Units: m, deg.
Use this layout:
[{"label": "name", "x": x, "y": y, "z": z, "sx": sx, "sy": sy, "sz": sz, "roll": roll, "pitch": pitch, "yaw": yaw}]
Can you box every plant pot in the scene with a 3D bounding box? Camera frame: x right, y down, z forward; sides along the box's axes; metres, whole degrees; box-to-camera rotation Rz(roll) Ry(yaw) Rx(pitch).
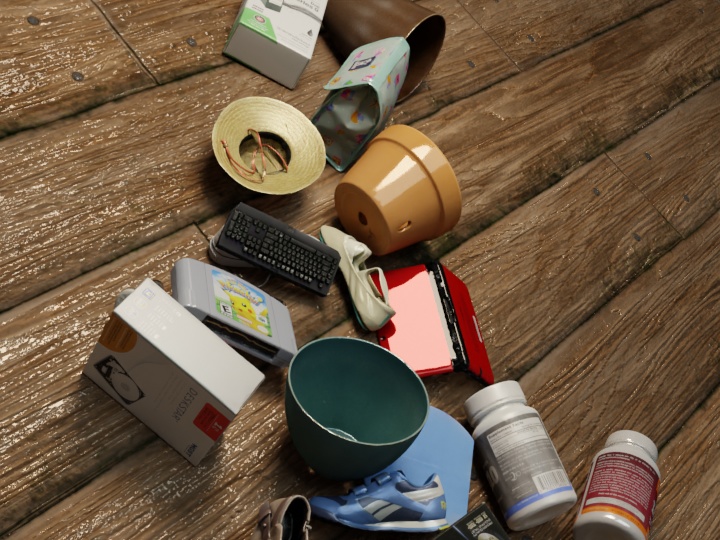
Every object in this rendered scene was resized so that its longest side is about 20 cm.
[{"label": "plant pot", "x": -0.020, "y": 0.209, "z": 1.440, "sx": 0.197, "sy": 0.136, "sz": 0.201, "roll": 14, "pitch": 36, "yaw": -10}, {"label": "plant pot", "x": 0.028, "y": -0.450, "z": 1.987, "sx": 0.199, "sy": 0.188, "sz": 0.186, "roll": 37, "pitch": 43, "yaw": 18}, {"label": "plant pot", "x": 0.050, "y": -0.119, "z": 1.728, "sx": 0.139, "sy": 0.200, "sz": 0.201, "roll": -35, "pitch": 78, "yaw": -28}]

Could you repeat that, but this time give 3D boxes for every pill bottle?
[{"label": "pill bottle", "x": 0.405, "y": 0.350, "z": 1.635, "sx": 0.112, "sy": 0.113, "sz": 0.201, "roll": 35, "pitch": 45, "yaw": -4}, {"label": "pill bottle", "x": 0.236, "y": 0.277, "z": 1.582, "sx": 0.113, "sy": 0.114, "sz": 0.202, "roll": -3, "pitch": 58, "yaw": -34}]

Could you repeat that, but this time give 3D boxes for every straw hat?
[{"label": "straw hat", "x": -0.161, "y": -0.179, "z": 1.700, "sx": 0.198, "sy": 0.085, "sz": 0.203, "roll": 13, "pitch": 53, "yaw": -18}]

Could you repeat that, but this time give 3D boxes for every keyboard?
[{"label": "keyboard", "x": -0.129, "y": -0.008, "z": 1.583, "sx": 0.198, "sy": 0.021, "sz": 0.128, "roll": 26, "pitch": 86, "yaw": -27}]

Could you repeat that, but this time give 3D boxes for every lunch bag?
[{"label": "lunch bag", "x": 0.003, "y": -0.300, "z": 1.819, "sx": 0.121, "sy": 0.200, "sz": 0.171, "roll": 36, "pitch": 45, "yaw": -3}]

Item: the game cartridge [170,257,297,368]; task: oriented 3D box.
[{"label": "game cartridge", "x": -0.178, "y": 0.057, "z": 1.494, "sx": 0.199, "sy": 0.041, "sz": 0.134, "roll": 28, "pitch": 20, "yaw": -29}]

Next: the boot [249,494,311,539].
[{"label": "boot", "x": -0.113, "y": 0.371, "z": 1.259, "sx": 0.070, "sy": 0.146, "sz": 0.202, "roll": 21, "pitch": 48, "yaw": -20}]

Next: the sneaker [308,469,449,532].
[{"label": "sneaker", "x": 0.022, "y": 0.310, "z": 1.415, "sx": 0.197, "sy": 0.074, "sz": 0.084, "roll": 5, "pitch": 78, "yaw": -11}]

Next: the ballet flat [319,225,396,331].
[{"label": "ballet flat", "x": 0.000, "y": 0.000, "z": 1.673, "sx": 0.069, "sy": 0.070, "sz": 0.202, "roll": -9, "pitch": 64, "yaw": -37}]

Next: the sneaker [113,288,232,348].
[{"label": "sneaker", "x": -0.252, "y": 0.091, "z": 1.456, "sx": 0.199, "sy": 0.077, "sz": 0.082, "roll": 38, "pitch": 21, "yaw": -6}]

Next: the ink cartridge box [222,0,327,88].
[{"label": "ink cartridge box", "x": -0.152, "y": -0.451, "z": 1.917, "sx": 0.145, "sy": 0.084, "sz": 0.202, "roll": 25, "pitch": 46, "yaw": -15}]

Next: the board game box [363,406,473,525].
[{"label": "board game box", "x": 0.081, "y": 0.288, "z": 1.527, "sx": 0.156, "sy": 0.039, "sz": 0.202, "roll": 19, "pitch": 47, "yaw": -7}]

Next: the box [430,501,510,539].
[{"label": "box", "x": 0.084, "y": 0.407, "z": 1.347, "sx": 0.199, "sy": 0.164, "sz": 0.087, "roll": -22, "pitch": 70, "yaw": -43}]

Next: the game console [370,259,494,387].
[{"label": "game console", "x": 0.114, "y": 0.099, "z": 1.710, "sx": 0.172, "sy": 0.118, "sz": 0.202, "roll": 36, "pitch": 35, "yaw": -51}]

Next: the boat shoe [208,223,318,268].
[{"label": "boat shoe", "x": -0.134, "y": -0.038, "z": 1.620, "sx": 0.198, "sy": 0.067, "sz": 0.074, "roll": -3, "pitch": 58, "yaw": -34}]

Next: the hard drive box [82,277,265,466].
[{"label": "hard drive box", "x": -0.243, "y": 0.133, "z": 1.354, "sx": 0.199, "sy": 0.156, "sz": 0.077, "roll": 39, "pitch": 45, "yaw": 0}]
